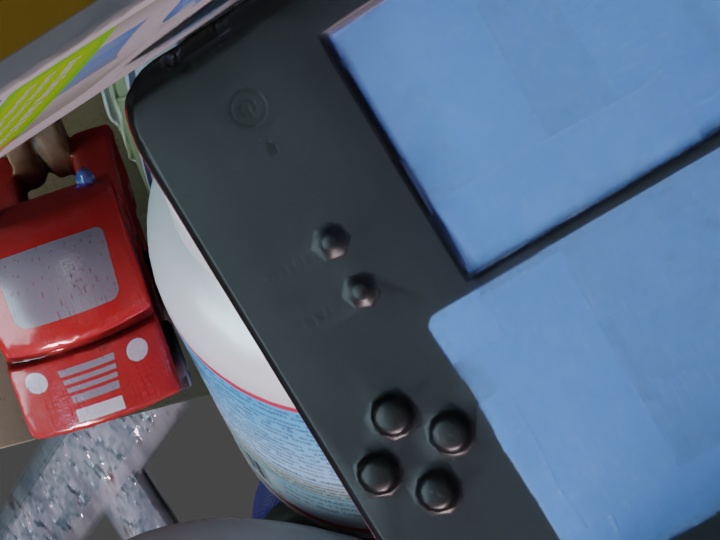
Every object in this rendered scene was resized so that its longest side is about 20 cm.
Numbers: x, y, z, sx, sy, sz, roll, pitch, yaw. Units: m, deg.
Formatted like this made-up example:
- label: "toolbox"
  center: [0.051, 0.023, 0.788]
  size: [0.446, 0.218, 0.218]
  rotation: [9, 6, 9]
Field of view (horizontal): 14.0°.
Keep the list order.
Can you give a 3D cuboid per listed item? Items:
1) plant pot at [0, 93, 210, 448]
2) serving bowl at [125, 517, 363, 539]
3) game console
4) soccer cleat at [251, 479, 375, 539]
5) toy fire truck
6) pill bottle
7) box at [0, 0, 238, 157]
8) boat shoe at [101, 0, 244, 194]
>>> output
- label: "plant pot"
  center: [-0.154, -0.030, 1.045]
  size: [0.199, 0.199, 0.178]
  rotation: [-6, 97, 58]
- label: "serving bowl"
  center: [-0.005, 0.134, 0.931]
  size: [0.199, 0.066, 0.200]
  rotation: [17, 152, 10]
- label: "game console"
  center: [0.066, -0.017, 0.688]
  size: [0.200, 0.031, 0.177]
  rotation: [-31, 97, 17]
- label: "soccer cleat"
  center: [0.017, 0.142, 1.046]
  size: [0.084, 0.064, 0.201]
  rotation: [-84, -25, -59]
- label: "toy fire truck"
  center: [-0.099, -0.041, 0.880]
  size: [0.200, 0.049, 0.142]
  rotation: [-116, 7, -75]
- label: "pill bottle"
  center: [0.000, 0.000, 0.831]
  size: [0.109, 0.109, 0.200]
  rotation: [51, 173, 20]
- label: "box"
  center: [-0.064, -0.106, 0.695]
  size: [0.102, 0.200, 0.112]
  rotation: [54, 150, -1]
- label: "boat shoe"
  center: [-0.055, -0.072, 0.972]
  size: [0.062, 0.072, 0.201]
  rotation: [-10, 95, 57]
